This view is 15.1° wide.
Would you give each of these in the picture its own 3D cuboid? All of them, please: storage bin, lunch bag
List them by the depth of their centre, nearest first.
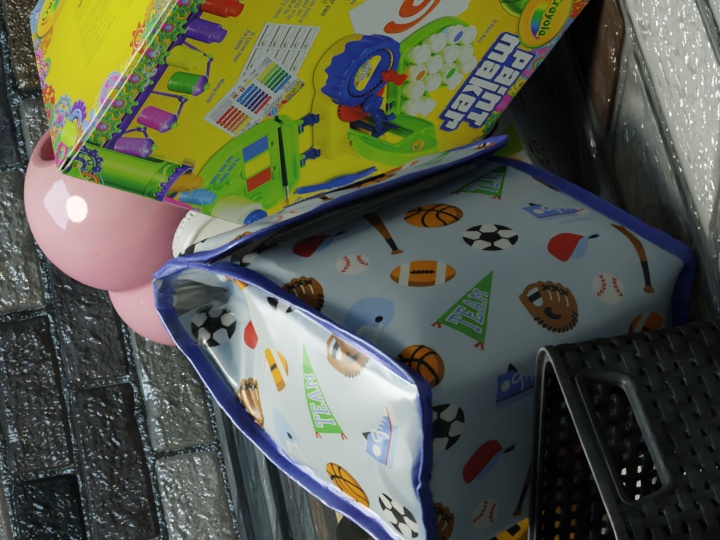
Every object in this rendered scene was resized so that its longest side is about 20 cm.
[{"bbox_3d":[0.130,0.132,1.120,0.135,0.093,0.200,-107,12,-46],"label":"storage bin"},{"bbox_3d":[0.025,0.018,1.227,0.200,0.170,0.124,32,134,43],"label":"lunch bag"}]

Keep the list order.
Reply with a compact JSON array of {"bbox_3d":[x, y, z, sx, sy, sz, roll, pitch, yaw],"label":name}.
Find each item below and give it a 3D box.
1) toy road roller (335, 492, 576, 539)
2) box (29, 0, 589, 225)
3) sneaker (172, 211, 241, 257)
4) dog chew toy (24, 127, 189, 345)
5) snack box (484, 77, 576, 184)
[{"bbox_3d":[0.075,0.092,1.472,0.200,0.146,0.123,-48,37,28],"label":"toy road roller"},{"bbox_3d":[-0.026,-0.130,1.320,0.200,0.192,0.122,-52,36,32],"label":"box"},{"bbox_3d":[0.000,0.000,1.535,0.115,0.199,0.075,-115,29,-46],"label":"sneaker"},{"bbox_3d":[-0.108,-0.014,1.620,0.200,0.124,0.125,51,-173,-26],"label":"dog chew toy"},{"bbox_3d":[0.032,-0.055,1.443,0.053,0.142,0.200,35,-154,-37],"label":"snack box"}]
